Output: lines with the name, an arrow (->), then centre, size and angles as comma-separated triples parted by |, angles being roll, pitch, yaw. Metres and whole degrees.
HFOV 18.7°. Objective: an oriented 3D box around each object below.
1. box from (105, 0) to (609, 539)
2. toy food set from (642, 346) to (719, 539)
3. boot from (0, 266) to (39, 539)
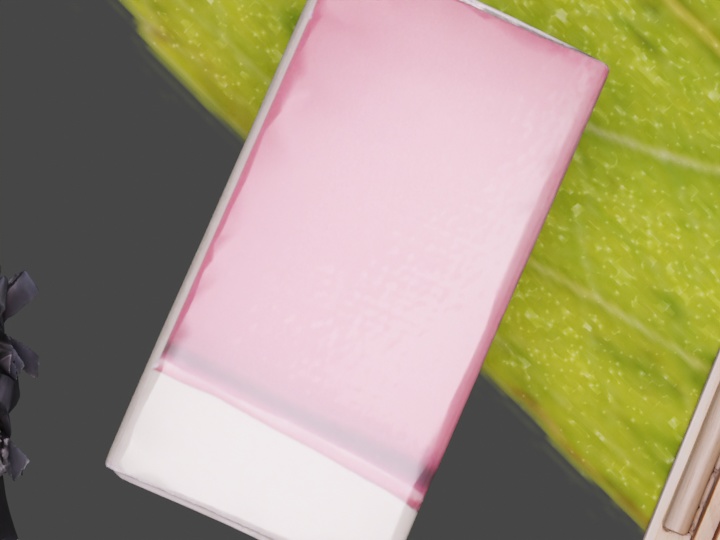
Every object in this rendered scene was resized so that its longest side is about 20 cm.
box -> 0.000, 0.000, 0.805 | 0.108, 0.128, 0.201 | 23, 89, 1
toy food set -> 0.200, 0.071, 0.833 | 0.143, 0.060, 0.201 | 23, 88, 2
boot -> -0.216, 0.072, 0.835 | 0.197, 0.073, 0.164 | -7, 90, -6
